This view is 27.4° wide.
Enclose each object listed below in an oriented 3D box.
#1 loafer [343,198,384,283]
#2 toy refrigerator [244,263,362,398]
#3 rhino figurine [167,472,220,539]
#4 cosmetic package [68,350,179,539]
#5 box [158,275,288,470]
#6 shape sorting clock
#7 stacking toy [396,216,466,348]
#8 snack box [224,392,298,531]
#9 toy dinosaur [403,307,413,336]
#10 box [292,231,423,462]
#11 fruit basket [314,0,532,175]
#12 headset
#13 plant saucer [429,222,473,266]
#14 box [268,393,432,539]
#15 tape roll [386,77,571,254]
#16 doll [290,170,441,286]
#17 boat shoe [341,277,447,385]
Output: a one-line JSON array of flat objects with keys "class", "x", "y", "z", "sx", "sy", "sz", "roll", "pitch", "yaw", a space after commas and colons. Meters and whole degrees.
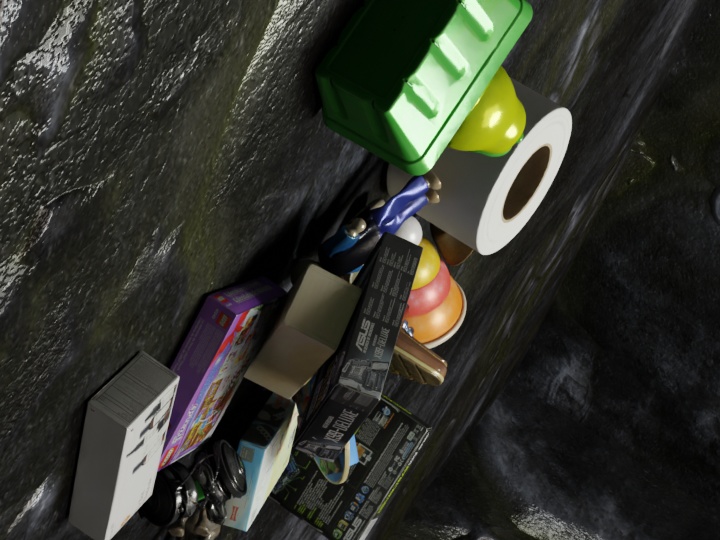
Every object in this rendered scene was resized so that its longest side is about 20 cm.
[{"class": "loafer", "x": 0.000, "y": 0.000, "z": 1.799, "sx": 0.076, "sy": 0.068, "sz": 0.200, "roll": -42, "pitch": 161, "yaw": -51}, {"class": "toy refrigerator", "x": -0.063, "y": 0.070, "z": 1.592, "sx": 0.076, "sy": 0.070, "sz": 0.200, "roll": -66, "pitch": -172, "yaw": -25}, {"class": "rhino figurine", "x": -0.201, "y": 0.313, "z": 1.815, "sx": 0.200, "sy": 0.060, "sz": 0.088, "roll": 105, "pitch": -1, "yaw": -57}, {"class": "cosmetic package", "x": -0.227, "y": 0.173, "z": 1.410, "sx": 0.083, "sy": 0.051, "sz": 0.200, "roll": -45, "pitch": 162, "yaw": -41}, {"class": "box", "x": -0.158, "y": 0.106, "z": 1.529, "sx": 0.200, "sy": 0.039, "sz": 0.137, "roll": -61, "pitch": 168, "yaw": 17}, {"class": "shape sorting clock", "x": -0.053, "y": 0.157, "z": 1.761, "sx": 0.039, "sy": 0.200, "sz": 0.200, "roll": -13, "pitch": 147, "yaw": -21}, {"class": "stacking toy", "x": 0.061, "y": -0.002, "z": 1.983, "sx": 0.146, "sy": 0.146, "sz": 0.200, "roll": -50, "pitch": 146, "yaw": -30}, {"class": "snack box", "x": -0.118, "y": 0.226, "z": 1.844, "sx": 0.200, "sy": 0.037, "sz": 0.117, "roll": -55, "pitch": 160, "yaw": -68}, {"class": "toy dinosaur", "x": 0.015, "y": 0.068, "z": 1.870, "sx": 0.105, "sy": 0.200, "sz": 0.182, "roll": -11, "pitch": 151, "yaw": -22}, {"class": "box", "x": -0.002, "y": 0.082, "z": 1.567, "sx": 0.158, "sy": 0.050, "sz": 0.200, "roll": 122, "pitch": -12, "yaw": -54}, {"class": "fruit basket", "x": 0.074, "y": -0.188, "z": 1.418, "sx": 0.215, "sy": 0.155, "sz": 0.216, "roll": -39, "pitch": 147, "yaw": -32}, {"class": "headset", "x": -0.175, "y": 0.242, "z": 1.595, "sx": 0.123, "sy": 0.094, "sz": 0.200, "roll": -19, "pitch": 168, "yaw": -18}, {"class": "plant saucer", "x": 0.136, "y": -0.107, "z": 1.973, "sx": 0.200, "sy": 0.035, "sz": 0.201, "roll": -163, "pitch": -90, "yaw": -76}, {"class": "box", "x": -0.036, "y": 0.240, "z": 1.969, "sx": 0.200, "sy": 0.193, "sz": 0.048, "roll": -59, "pitch": 165, "yaw": 4}, {"class": "tape roll", "x": 0.145, "y": -0.138, "z": 1.791, "sx": 0.203, "sy": 0.139, "sz": 0.203, "roll": -47, "pitch": 158, "yaw": -26}, {"class": "doll", "x": 0.004, "y": -0.038, "z": 1.680, "sx": 0.200, "sy": 0.048, "sz": 0.137, "roll": -39, "pitch": 163, "yaw": -15}, {"class": "boat shoe", "x": 0.021, "y": 0.063, "z": 1.736, "sx": 0.068, "sy": 0.200, "sz": 0.072, "roll": -57, "pitch": 177, "yaw": -20}]
